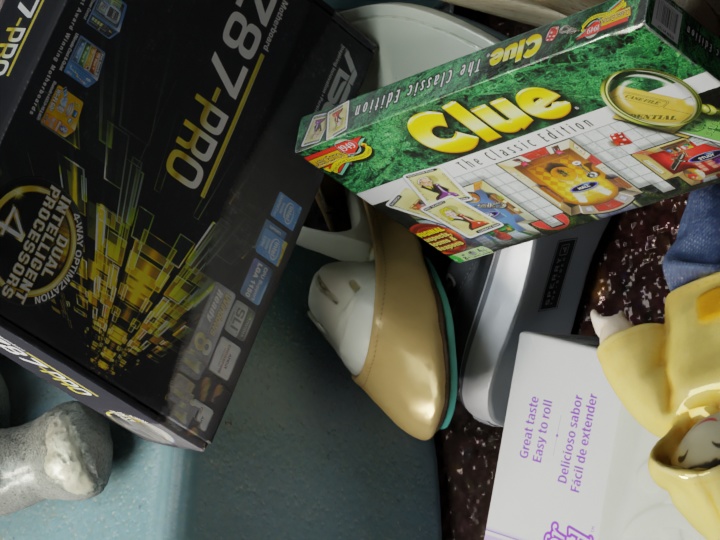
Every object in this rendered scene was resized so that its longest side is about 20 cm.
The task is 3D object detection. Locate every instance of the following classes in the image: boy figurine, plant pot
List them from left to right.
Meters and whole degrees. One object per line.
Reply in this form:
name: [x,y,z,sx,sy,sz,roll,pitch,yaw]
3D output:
plant pot: [-0.082,0.079,1.334,0.196,0.196,0.200,-6,72,41]
boy figurine: [0.148,0.026,1.144,0.124,0.064,0.200,-7,49,27]

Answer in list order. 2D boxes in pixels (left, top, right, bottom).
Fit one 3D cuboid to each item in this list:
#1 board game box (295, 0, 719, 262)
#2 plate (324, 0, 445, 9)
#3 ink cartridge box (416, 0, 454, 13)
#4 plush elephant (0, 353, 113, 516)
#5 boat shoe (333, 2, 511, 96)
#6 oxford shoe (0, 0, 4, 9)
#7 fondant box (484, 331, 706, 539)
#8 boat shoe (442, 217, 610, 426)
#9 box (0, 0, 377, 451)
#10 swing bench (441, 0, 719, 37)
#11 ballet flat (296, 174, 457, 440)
board game box: [0.076,-0.056,1.156,0.200,0.105,0.023,-18,46,45]
plate: [-0.008,-0.206,1.327,0.200,0.026,0.200,0,90,43]
ink cartridge box: [-0.010,-0.198,1.374,0.198,0.043,0.200,11,96,42]
plush elephant: [-0.230,0.044,1.244,0.200,0.155,0.165,-31,48,26]
boat shoe: [0.019,-0.090,1.273,0.200,0.062,0.073,8,110,45]
oxford shoe: [-0.159,-0.134,1.312,0.072,0.071,0.200,-11,79,9]
fondant box: [0.147,0.116,1.205,0.200,0.058,0.144,14,96,42]
boat shoe: [0.075,-0.030,1.278,0.066,0.070,0.200,31,115,37]
box: [-0.092,-0.048,1.174,0.049,0.161,0.200,6,67,45]
swing bench: [0.097,-0.201,1.183,0.200,0.130,0.199,22,83,17]
ballet flat: [0.000,0.000,1.294,0.200,0.063,0.069,-100,20,-47]
